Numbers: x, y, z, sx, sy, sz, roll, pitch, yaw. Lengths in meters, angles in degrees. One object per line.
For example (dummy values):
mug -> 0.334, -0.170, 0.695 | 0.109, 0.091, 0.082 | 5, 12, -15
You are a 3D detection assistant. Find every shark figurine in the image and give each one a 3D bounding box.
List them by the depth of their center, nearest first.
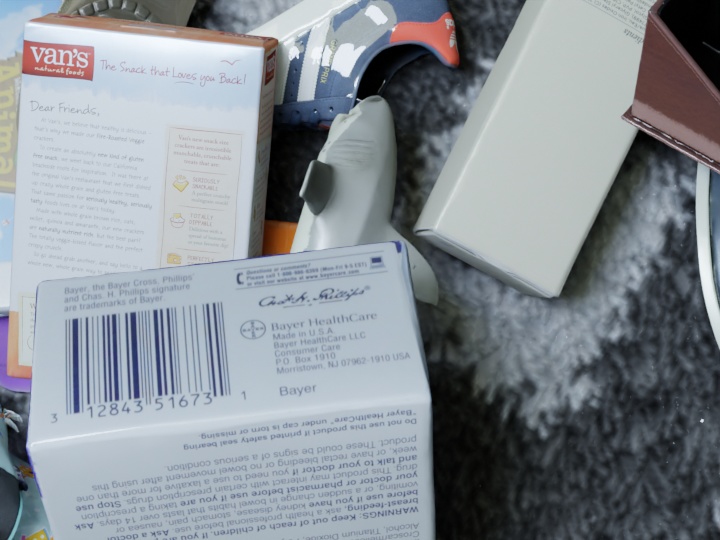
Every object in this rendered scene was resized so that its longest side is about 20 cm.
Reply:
shark figurine -> -0.006, 0.019, 0.923 | 0.089, 0.128, 0.217 | 17, 97, 2

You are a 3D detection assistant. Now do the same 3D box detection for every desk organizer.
desk organizer -> 0.219, -0.145, 0.886 | 0.071, 0.077, 0.200 | 32, 60, 21

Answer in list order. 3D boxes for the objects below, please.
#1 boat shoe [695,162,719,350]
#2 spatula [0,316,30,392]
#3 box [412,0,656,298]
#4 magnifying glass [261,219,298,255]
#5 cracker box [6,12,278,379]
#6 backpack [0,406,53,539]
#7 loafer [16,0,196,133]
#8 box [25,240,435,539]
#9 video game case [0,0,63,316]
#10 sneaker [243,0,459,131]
boat shoe -> 0.210, -0.040, 0.914 | 0.061, 0.075, 0.202 | -7, 64, 22
spatula -> -0.195, -0.027, 1.069 | 0.056, 0.021, 0.202 | 1, 77, 13
box -> 0.109, -0.091, 0.946 | 0.082, 0.068, 0.201 | 28, 87, -8
magnifying glass -> -0.080, -0.020, 1.033 | 0.198, 0.022, 0.080 | 6, 80, 21
cracker box -> -0.121, -0.035, 0.976 | 0.132, 0.058, 0.202 | 7, 104, 5
backpack -> -0.259, 0.138, 0.975 | 0.176, 0.153, 0.200 | -53, 31, 6
loafer -> -0.141, -0.148, 1.048 | 0.075, 0.068, 0.201 | 34, 75, -15
box -> -0.057, 0.097, 0.868 | 0.182, 0.201, 0.106 | -6, 46, -3
video game case -> -0.259, -0.069, 1.061 | 0.180, 0.022, 0.202 | -3, 76, 4
sneaker -> -0.033, -0.100, 1.009 | 0.199, 0.075, 0.085 | -30, 84, 16
